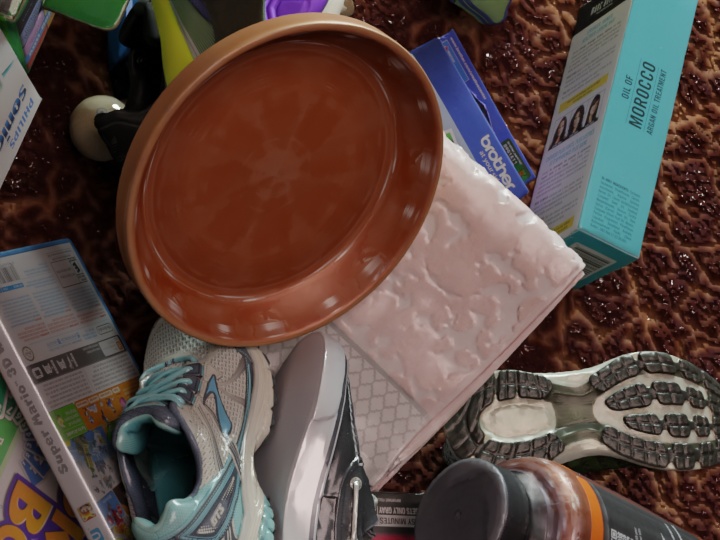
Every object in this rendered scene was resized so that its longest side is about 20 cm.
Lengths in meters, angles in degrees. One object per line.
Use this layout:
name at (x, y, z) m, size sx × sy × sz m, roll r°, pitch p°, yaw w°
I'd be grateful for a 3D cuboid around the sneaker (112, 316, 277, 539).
sneaker at (-0.096, 0.086, 1.262) m, size 0.086 × 0.077 × 0.201 m, roll 42°, pitch 25°, yaw -40°

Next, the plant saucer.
plant saucer at (-0.046, -0.051, 1.269) m, size 0.199 × 0.201 × 0.032 m, roll -13°, pitch 36°, yaw -28°

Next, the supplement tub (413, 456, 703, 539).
supplement tub at (0.122, 0.175, 1.348) m, size 0.200 × 0.107 × 0.108 m, roll 29°, pitch 62°, yaw -39°

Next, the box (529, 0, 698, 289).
box at (0.163, -0.094, 1.499) m, size 0.049 × 0.082 × 0.201 m, roll 24°, pitch 66°, yaw -18°

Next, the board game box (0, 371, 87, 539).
board game box at (-0.193, 0.127, 1.248) m, size 0.096 × 0.030 × 0.200 m, roll -53°, pitch 127°, yaw -28°

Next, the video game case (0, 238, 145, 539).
video game case at (-0.149, 0.079, 1.278) m, size 0.201 × 0.018 × 0.143 m, roll 62°, pitch 16°, yaw 3°

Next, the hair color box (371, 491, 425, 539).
hair color box at (-0.006, 0.232, 1.328) m, size 0.098 × 0.061 × 0.201 m, roll 5°, pitch 73°, yaw -24°

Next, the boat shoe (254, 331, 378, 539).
boat shoe at (-0.023, 0.134, 1.277) m, size 0.067 × 0.072 × 0.201 m, roll 22°, pitch 58°, yaw -27°

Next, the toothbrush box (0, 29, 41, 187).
toothbrush box at (-0.275, -0.123, 1.204) m, size 0.146 × 0.200 × 0.086 m, roll 11°, pitch 63°, yaw 20°

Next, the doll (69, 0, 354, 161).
doll at (-0.102, -0.134, 1.402) m, size 0.200 × 0.048 × 0.137 m, roll -41°, pitch 103°, yaw -23°

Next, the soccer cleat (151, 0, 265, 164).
soccer cleat at (-0.086, -0.124, 1.279) m, size 0.064 × 0.084 × 0.201 m, roll -13°, pitch 117°, yaw -30°

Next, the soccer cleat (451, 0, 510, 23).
soccer cleat at (0.107, -0.250, 1.534) m, size 0.084 × 0.064 × 0.201 m, roll 52°, pitch 53°, yaw -33°

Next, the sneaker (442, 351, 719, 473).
sneaker at (0.138, 0.097, 1.420) m, size 0.199 × 0.089 × 0.077 m, roll 1°, pitch 73°, yaw -14°

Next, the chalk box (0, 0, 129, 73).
chalk box at (-0.217, -0.198, 1.284) m, size 0.199 × 0.124 × 0.125 m, roll 24°, pitch 79°, yaw -2°

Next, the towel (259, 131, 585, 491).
towel at (0.000, 0.000, 1.354) m, size 0.200 × 0.032 × 0.191 m, roll 43°, pitch 91°, yaw 3°

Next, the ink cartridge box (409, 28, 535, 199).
ink cartridge box at (0.024, -0.065, 1.443) m, size 0.200 × 0.042 × 0.120 m, roll -34°, pitch 96°, yaw -32°

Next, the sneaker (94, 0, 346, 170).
sneaker at (-0.085, -0.137, 1.343) m, size 0.099 × 0.069 × 0.201 m, roll 40°, pitch 71°, yaw -19°
